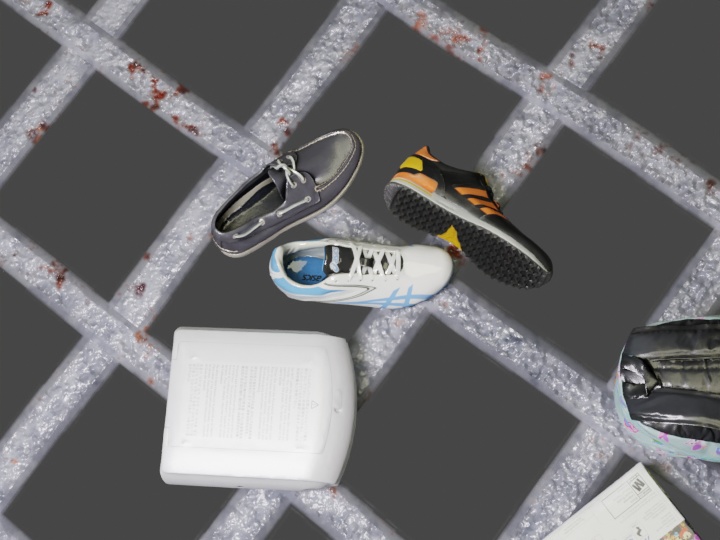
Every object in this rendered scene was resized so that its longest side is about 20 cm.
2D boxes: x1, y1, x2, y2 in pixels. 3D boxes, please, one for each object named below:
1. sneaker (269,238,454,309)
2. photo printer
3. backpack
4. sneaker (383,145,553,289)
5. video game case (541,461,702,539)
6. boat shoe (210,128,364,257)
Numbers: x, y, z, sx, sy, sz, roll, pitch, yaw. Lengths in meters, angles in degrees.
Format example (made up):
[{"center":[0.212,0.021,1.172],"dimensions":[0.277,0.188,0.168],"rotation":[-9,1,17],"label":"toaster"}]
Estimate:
[{"center":[0.000,0.000,1.410],"dimensions":[0.197,0.073,0.073],"rotation":[-1,73,8],"label":"sneaker"},{"center":[-0.102,0.144,1.389],"dimensions":[0.197,0.069,0.169],"rotation":[1,75,9],"label":"photo printer"},{"center":[0.347,0.120,1.293],"dimensions":[0.197,0.127,0.169],"rotation":[2,64,11],"label":"backpack"},{"center":[0.127,-0.063,1.408],"dimensions":[0.199,0.070,0.090],"rotation":[31,59,6],"label":"sneaker"},{"center":[0.253,0.321,1.301],"dimensions":[0.199,0.036,0.182],"rotation":[-38,73,-2],"label":"video game case"},{"center":[-0.080,-0.089,1.450],"dimensions":[0.199,0.063,0.073],"rotation":[-37,73,-2],"label":"boat shoe"}]
